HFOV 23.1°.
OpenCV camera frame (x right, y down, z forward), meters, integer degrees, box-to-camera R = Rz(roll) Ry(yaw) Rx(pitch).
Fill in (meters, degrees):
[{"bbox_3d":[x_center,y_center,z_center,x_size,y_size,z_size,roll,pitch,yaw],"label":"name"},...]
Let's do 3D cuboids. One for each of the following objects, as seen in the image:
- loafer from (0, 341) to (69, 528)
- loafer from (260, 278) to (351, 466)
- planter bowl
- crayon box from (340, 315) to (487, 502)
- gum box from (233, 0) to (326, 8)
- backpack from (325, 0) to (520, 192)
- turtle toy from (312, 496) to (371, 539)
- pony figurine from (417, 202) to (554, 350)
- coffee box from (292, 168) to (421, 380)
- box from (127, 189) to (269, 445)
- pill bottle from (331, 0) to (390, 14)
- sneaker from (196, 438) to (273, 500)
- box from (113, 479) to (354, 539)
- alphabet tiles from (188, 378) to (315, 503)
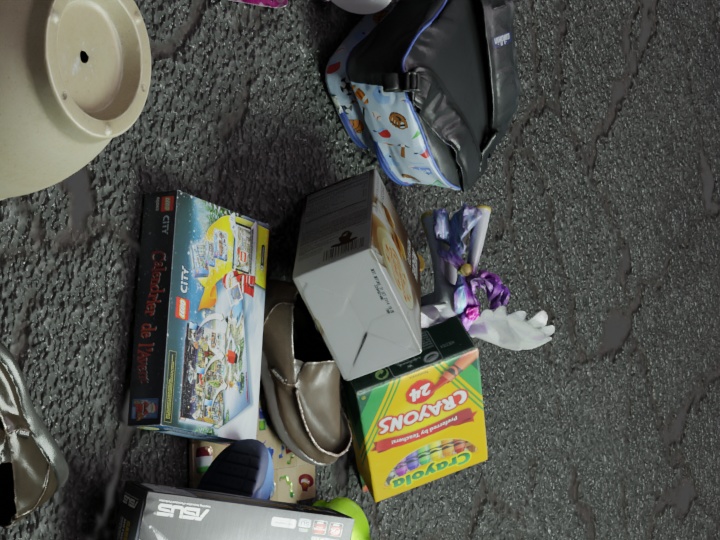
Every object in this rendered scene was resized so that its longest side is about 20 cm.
[{"bbox_3d":[-0.273,0.111,1.258,0.200,0.073,0.071,62,38,-37],"label":"loafer"},{"bbox_3d":[-0.051,0.096,1.622,0.201,0.071,0.073,65,34,-25],"label":"loafer"},{"bbox_3d":[-0.238,-0.150,1.276,0.200,0.134,0.201,3,87,-59],"label":"planter bowl"},{"bbox_3d":[0.056,0.148,1.718,0.200,0.127,0.051,80,-15,-45],"label":"crayon box"},{"bbox_3d":[-0.102,-0.303,1.576,0.200,0.066,0.114,-4,91,-59],"label":"gum box"},{"bbox_3d":[0.066,-0.178,1.773,0.200,0.154,0.191,-50,128,-33],"label":"backpack"},{"bbox_3d":[0.001,0.312,1.684,0.146,0.101,0.201,-28,112,-56],"label":"turtle toy"},{"bbox_3d":[0.094,0.036,1.795,0.166,0.193,0.201,10,66,-14],"label":"pony figurine"},{"bbox_3d":[0.000,0.000,1.632,0.200,0.079,0.115,-86,152,-67],"label":"coffee box"},{"bbox_3d":[-0.137,0.043,1.518,0.136,0.038,0.201,21,69,-55],"label":"box"},{"bbox_3d":[0.031,-0.346,1.757,0.200,0.112,0.112,-61,137,-41],"label":"pill bottle"},{"bbox_3d":[-0.103,0.245,1.522,0.082,0.074,0.201,11,91,-41],"label":"sneaker"},{"bbox_3d":[-0.113,0.264,1.441,0.199,0.048,0.159,13,88,-31],"label":"box"},{"bbox_3d":[-0.097,0.168,1.619,0.200,0.008,0.168,2,86,-60],"label":"alphabet tiles"}]
